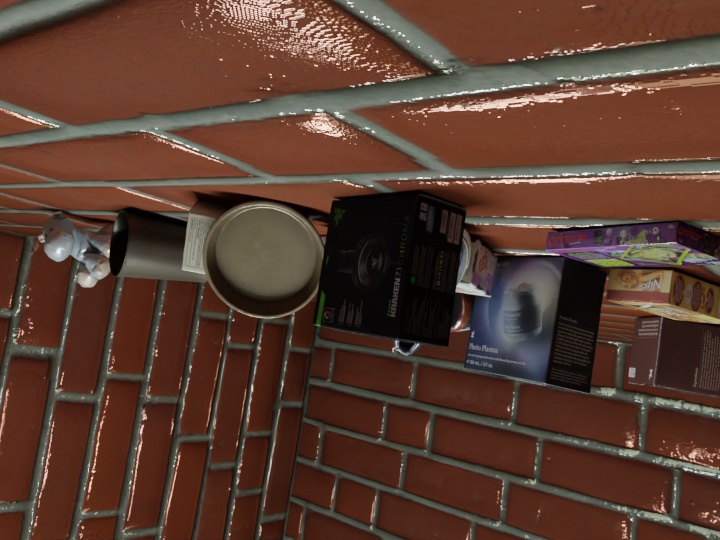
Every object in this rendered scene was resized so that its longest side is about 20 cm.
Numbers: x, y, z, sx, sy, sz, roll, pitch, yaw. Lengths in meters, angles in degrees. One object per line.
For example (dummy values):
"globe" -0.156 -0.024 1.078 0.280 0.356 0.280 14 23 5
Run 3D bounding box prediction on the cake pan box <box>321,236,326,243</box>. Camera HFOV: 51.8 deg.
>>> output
"cake pan box" -0.028 -0.025 1.475 0.181 0.054 0.198 11 175 -37

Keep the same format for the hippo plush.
"hippo plush" -0.677 -0.081 1.791 0.160 0.159 0.202 36 -159 -39

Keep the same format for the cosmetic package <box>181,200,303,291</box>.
"cosmetic package" -0.188 -0.042 1.229 0.194 0.106 0.088 12 -164 -7

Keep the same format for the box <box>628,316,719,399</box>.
"box" 0.781 0.211 1.797 0.194 0.169 0.166 10 175 -1

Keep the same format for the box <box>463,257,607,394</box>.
"box" 0.290 0.087 1.254 0.121 0.204 0.198 15 172 -33

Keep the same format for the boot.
"boot" 0.104 0.033 1.080 0.071 0.091 0.203 21 130 3

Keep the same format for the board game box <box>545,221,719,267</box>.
"board game box" 0.342 -0.028 0.921 0.117 0.033 0.198 8 175 -31

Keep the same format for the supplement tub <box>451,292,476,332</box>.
"supplement tub" 0.231 0.053 1.394 0.196 0.110 0.106 -4 -177 -34

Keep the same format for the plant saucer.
"plant saucer" -0.150 -0.019 1.170 0.194 0.205 0.030 10 -154 -7

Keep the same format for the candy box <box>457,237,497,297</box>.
"candy box" 0.113 -0.014 1.218 0.195 0.074 0.167 9 174 22

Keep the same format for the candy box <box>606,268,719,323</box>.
"candy box" 0.503 0.043 1.191 0.196 0.057 0.114 15 173 -34

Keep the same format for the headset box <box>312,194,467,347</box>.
"headset box" 0.031 -0.001 0.975 0.091 0.180 0.198 12 175 -37

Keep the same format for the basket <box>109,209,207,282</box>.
"basket" -0.416 -0.043 1.576 0.195 0.140 0.179 8 179 -29
